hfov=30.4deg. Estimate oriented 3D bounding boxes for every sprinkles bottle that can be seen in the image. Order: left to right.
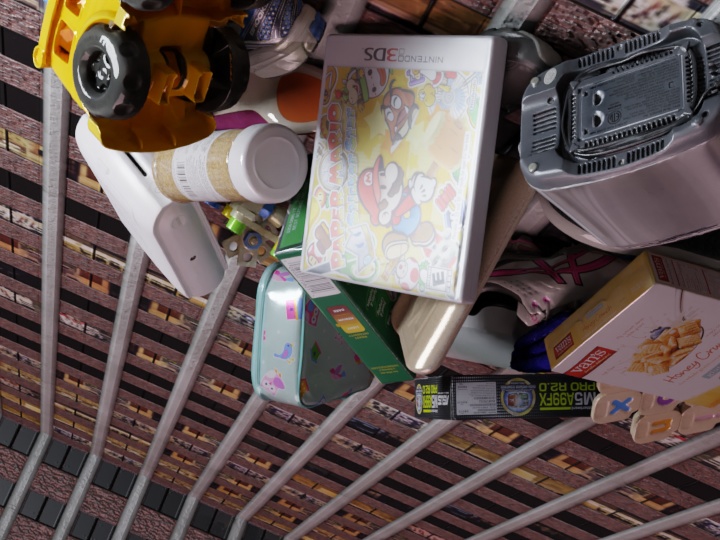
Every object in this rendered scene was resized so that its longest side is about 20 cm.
[{"bbox_3d":[-0.124,-0.096,1.212,0.068,0.069,0.199,34,165,-29],"label":"sprinkles bottle"}]

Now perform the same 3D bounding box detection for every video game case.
[{"bbox_3d":[0.030,-0.086,1.058,0.180,0.204,0.023,10,-175,43],"label":"video game case"}]

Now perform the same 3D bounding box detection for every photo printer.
[{"bbox_3d":[-0.223,-0.078,1.410,0.167,0.069,0.201,48,168,26],"label":"photo printer"}]

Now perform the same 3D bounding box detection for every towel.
[{"bbox_3d":[0.261,0.074,1.301,0.197,0.050,0.148,-2,163,-18],"label":"towel"}]

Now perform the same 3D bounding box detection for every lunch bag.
[{"bbox_3d":[-0.043,0.060,1.464,0.076,0.163,0.199,5,-173,26],"label":"lunch bag"}]

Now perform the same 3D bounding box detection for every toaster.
[{"bbox_3d":[0.222,-0.096,0.970,0.198,0.115,0.129,-17,143,32],"label":"toaster"}]

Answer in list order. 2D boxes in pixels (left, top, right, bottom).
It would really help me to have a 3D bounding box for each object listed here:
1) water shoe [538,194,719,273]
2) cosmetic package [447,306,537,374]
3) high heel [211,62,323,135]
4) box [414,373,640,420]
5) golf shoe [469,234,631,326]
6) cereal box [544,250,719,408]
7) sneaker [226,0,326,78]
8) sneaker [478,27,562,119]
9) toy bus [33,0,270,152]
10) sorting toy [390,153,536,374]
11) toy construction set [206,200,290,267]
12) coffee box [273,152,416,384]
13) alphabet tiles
[{"bbox_3d":[0.248,-0.027,1.161,0.197,0.072,0.079,19,156,8],"label":"water shoe"},{"bbox_3d":[0.099,0.041,1.435,0.197,0.086,0.108,9,156,26],"label":"cosmetic package"},{"bbox_3d":[-0.078,-0.156,1.221,0.197,0.069,0.096,11,180,21],"label":"high heel"},{"bbox_3d":[0.167,0.129,1.357,0.197,0.045,0.160,0,174,-11],"label":"box"},{"bbox_3d":[0.194,0.021,1.297,0.197,0.093,0.073,6,151,30],"label":"golf shoe"},{"bbox_3d":[0.280,0.056,1.161,0.198,0.040,0.144,13,140,-28],"label":"cereal box"},{"bbox_3d":[-0.119,-0.205,1.123,0.198,0.078,0.085,-12,131,42],"label":"sneaker"},{"bbox_3d":[0.088,-0.130,1.072,0.075,0.080,0.199,33,153,-21],"label":"sneaker"},{"bbox_3d":[-0.175,-0.223,1.030,0.135,0.202,0.192,-11,-136,-47],"label":"toy bus"},{"bbox_3d":[0.088,-0.009,1.117,0.036,0.187,0.200,28,-175,-8],"label":"sorting toy"},{"bbox_3d":[-0.105,-0.062,1.365,0.130,0.093,0.200,30,167,-16],"label":"toy construction set"},{"bbox_3d":[0.000,0.000,1.230,0.043,0.124,0.200,-12,136,31],"label":"coffee box"},{"bbox_3d":[0.312,0.084,1.253,0.192,0.015,0.202,-10,130,-12],"label":"alphabet tiles"}]
